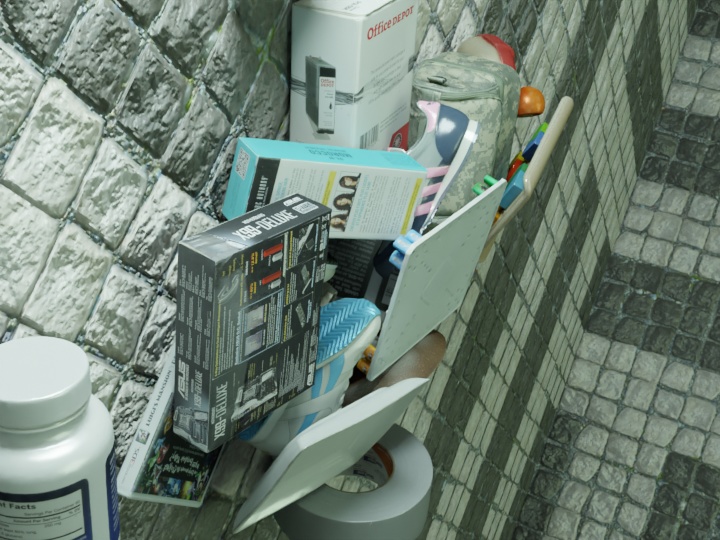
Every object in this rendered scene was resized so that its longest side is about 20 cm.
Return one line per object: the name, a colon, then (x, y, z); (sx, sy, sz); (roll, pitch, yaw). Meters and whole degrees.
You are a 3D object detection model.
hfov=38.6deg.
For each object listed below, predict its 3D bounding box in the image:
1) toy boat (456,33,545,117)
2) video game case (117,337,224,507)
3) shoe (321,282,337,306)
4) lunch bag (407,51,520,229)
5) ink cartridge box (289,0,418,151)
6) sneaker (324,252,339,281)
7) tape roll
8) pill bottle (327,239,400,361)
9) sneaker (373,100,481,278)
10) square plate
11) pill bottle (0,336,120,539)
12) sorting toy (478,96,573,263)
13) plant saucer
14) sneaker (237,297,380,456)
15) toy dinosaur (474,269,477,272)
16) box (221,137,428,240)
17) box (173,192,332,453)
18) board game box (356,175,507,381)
toy boat: (0.201, -0.232, 1.463); (0.131, 0.129, 0.202); (-119, -151, -56)
video game case: (-0.166, 0.143, 1.026); (0.200, 0.023, 0.183); (57, 53, -72)
shoe: (-0.081, 0.100, 1.150); (0.070, 0.053, 0.202); (-38, 148, -81)
lunch bag: (0.113, -0.167, 1.336); (0.167, 0.138, 0.202); (-33, 137, -52)
ink cartridge box: (-0.007, -0.200, 1.101); (0.147, 0.082, 0.202); (-43, 144, -51)
sneaker: (-0.102, 0.006, 1.058); (0.094, 0.070, 0.199); (-54, 157, 18)
tape roll: (-0.011, 0.263, 1.270); (0.200, 0.199, 0.067); (-42, 144, -50)
pill bottle: (0.000, 0.000, 1.221); (0.114, 0.113, 0.202); (25, 83, -67)
sneaker: (0.052, -0.092, 1.135); (0.201, 0.082, 0.070); (-60, -175, 5)
square plate: (-0.036, 0.196, 1.124); (0.199, 0.029, 0.199); (-22, 157, -43)
pill bottle: (-0.241, 0.156, 0.777); (0.111, 0.110, 0.202); (-40, 141, -52)
sorting toy: (0.220, -0.127, 1.431); (0.186, 0.036, 0.200); (-60, 178, -33)
plant saucer: (0.010, 0.118, 1.273); (0.200, 0.199, 0.037); (-47, 115, -46)
sneaker: (-0.047, 0.114, 1.106); (0.200, 0.077, 0.081); (-47, 129, 6)
toy dinosaur: (0.039, 0.016, 1.322); (0.199, 0.107, 0.060); (-36, 175, 2)
box: (-0.033, -0.079, 1.031); (0.198, 0.049, 0.083); (2, 117, -33)
box: (-0.100, 0.047, 0.951); (0.157, 0.049, 0.202); (-29, 134, -47)
board game box: (0.080, 0.006, 1.168); (0.200, 0.026, 0.201); (-36, 151, -43)
